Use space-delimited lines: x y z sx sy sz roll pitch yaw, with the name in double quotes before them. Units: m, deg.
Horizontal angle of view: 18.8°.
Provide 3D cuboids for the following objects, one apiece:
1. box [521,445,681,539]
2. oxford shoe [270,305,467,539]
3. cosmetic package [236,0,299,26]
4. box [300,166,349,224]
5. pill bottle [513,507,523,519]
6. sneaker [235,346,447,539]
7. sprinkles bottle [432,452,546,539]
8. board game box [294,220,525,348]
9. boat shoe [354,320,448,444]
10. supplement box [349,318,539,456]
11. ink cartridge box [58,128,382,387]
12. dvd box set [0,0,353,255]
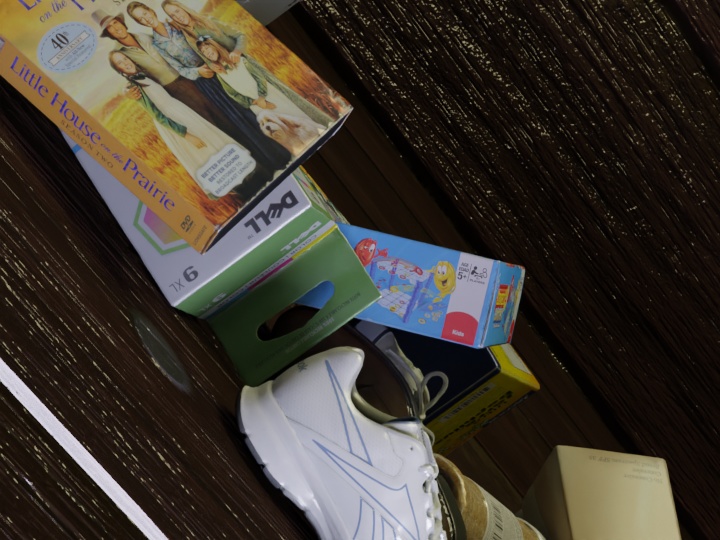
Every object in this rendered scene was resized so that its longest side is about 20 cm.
"box" 0.179 0.231 1.549 0.095 0.078 0.200 8 47 -16
"oxford shoe" -0.003 0.097 1.344 0.200 0.073 0.084 57 11 27
"cosmetic package" -0.100 -0.245 1.821 0.071 0.200 0.101 56 7 8
"box" -0.029 -0.025 1.919 0.200 0.040 0.137 50 7 -35
"pill bottle" 0.186 0.270 1.647 0.200 0.109 0.109 58 7 30
"sneaker" 0.013 0.132 1.209 0.200 0.087 0.075 56 5 0
"sprinkles bottle" 0.072 0.180 1.466 0.068 0.068 0.200 58 7 30
"board game box" 0.000 0.000 1.420 0.199 0.056 0.196 14 1 8
"boat shoe" 0.020 0.090 1.512 0.086 0.075 0.202 38 -3 10
"supplement box" 0.055 0.073 1.716 0.109 0.109 0.200 56 7 14
"ink cartridge box" -0.086 -0.040 1.298 0.200 0.104 0.059 57 7 16
"dvd box set" -0.118 -0.118 1.239 0.200 0.029 0.146 42 47 4
